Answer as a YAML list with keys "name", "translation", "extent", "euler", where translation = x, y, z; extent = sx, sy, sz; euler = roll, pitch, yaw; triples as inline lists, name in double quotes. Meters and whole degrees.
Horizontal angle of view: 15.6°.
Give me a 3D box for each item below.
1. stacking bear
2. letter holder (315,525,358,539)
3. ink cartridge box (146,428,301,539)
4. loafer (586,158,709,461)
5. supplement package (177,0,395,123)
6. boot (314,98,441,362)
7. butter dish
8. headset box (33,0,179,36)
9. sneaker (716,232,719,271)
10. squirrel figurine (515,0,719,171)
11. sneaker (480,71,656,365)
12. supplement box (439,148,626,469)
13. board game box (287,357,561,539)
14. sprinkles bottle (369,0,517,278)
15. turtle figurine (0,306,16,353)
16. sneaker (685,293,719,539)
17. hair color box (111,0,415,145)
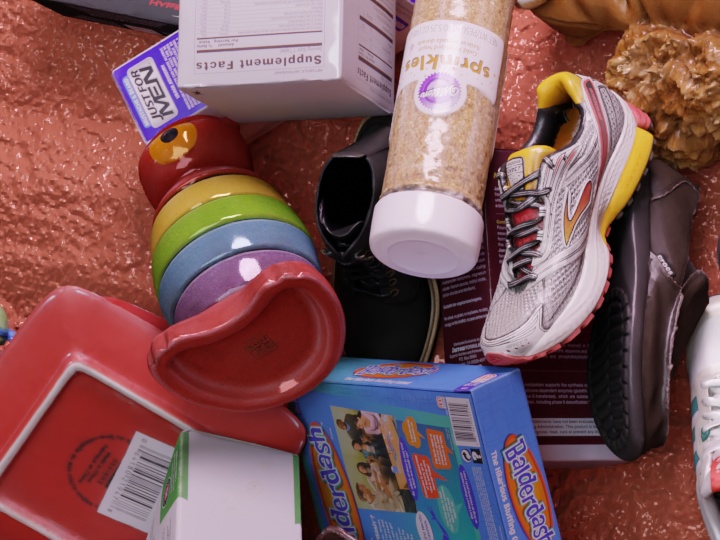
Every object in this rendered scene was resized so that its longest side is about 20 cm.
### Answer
- name: "stacking bear"
  translation: [-0.088, -0.019, 1.674]
  extent: [0.121, 0.114, 0.200]
  euler: [-31, 50, 11]
- name: "letter holder"
  translation: [-0.027, 0.281, 1.664]
  extent: [0.142, 0.100, 0.200]
  euler: [36, 127, 20]
- name: "ink cartridge box"
  translation: [-0.101, 0.227, 1.662]
  extent: [0.083, 0.147, 0.200]
  euler: [13, 121, -11]
- name: "loafer"
  translation: [0.189, 0.022, 1.652]
  extent: [0.071, 0.073, 0.201]
  euler: [8, 75, -14]
- name: "supplement package"
  translation: [-0.044, -0.202, 1.658]
  extent: [0.113, 0.110, 0.201]
  euler: [-1, 81, 19]
- name: "boot"
  translation: [0.000, 0.000, 1.696]
  extent: [0.077, 0.138, 0.201]
  euler: [2, 105, 16]
- name: "butter dish"
  translation: [-0.158, 0.100, 1.761]
  extent: [0.199, 0.148, 0.200]
  euler: [32, 114, -11]
- name: "headset box"
  translation: [-0.135, -0.268, 1.831]
  extent: [0.148, 0.075, 0.201]
  euler: [13, 87, 20]
- name: "sneaker"
  translation: [0.253, -0.016, 1.606]
  extent: [0.087, 0.200, 0.074]
  euler: [-15, 90, -17]
- name: "squirrel figurine"
  translation: [0.194, -0.166, 1.678]
  extent: [0.186, 0.141, 0.201]
  euler: [-8, 78, 24]
- name: "sneaker"
  translation: [0.110, -0.032, 1.613]
  extent: [0.078, 0.082, 0.201]
  euler: [-11, 51, 47]
- name: "supplement box"
  translation: [0.110, 0.026, 1.689]
  extent: [0.061, 0.109, 0.201]
  euler: [-15, 75, 56]
- name: "board game box"
  translation: [0.040, 0.134, 1.657]
  extent: [0.200, 0.045, 0.153]
  euler: [2, 110, 53]
- name: "sprinkles bottle"
  translation: [0.053, -0.097, 1.633]
  extent: [0.068, 0.068, 0.201]
  euler: [0, 63, 19]
- name: "turtle figurine"
  translation: [-0.350, 0.073, 1.829]
  extent: [0.194, 0.200, 0.144]
  euler: [-56, 36, 9]
- name: "sneaker"
  translation: [0.242, 0.109, 1.645]
  extent: [0.070, 0.093, 0.201]
  euler: [-11, 80, 17]
- name: "hair color box"
  translation: [-0.055, -0.149, 1.771]
  extent: [0.200, 0.109, 0.065]
  euler: [-29, 75, 14]
